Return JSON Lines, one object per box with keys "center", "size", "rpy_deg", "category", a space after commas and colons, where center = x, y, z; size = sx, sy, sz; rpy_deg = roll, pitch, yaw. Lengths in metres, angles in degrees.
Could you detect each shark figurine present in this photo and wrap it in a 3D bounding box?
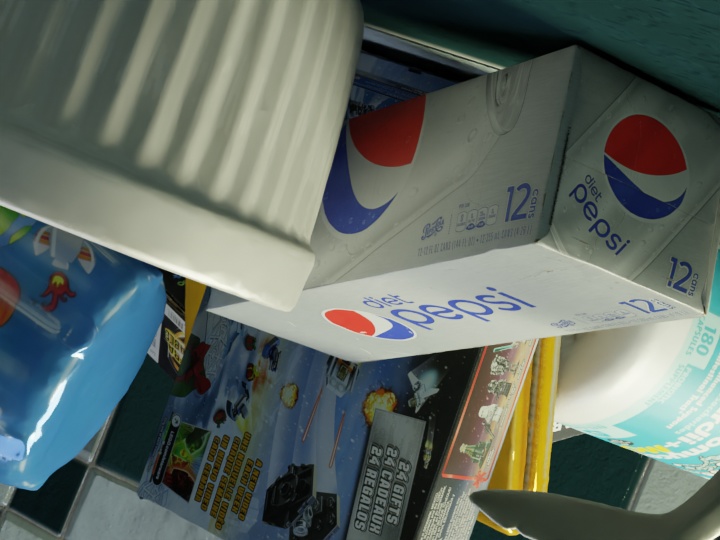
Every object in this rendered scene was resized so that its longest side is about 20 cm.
{"center": [0.141, 0.023, 0.637], "size": [0.090, 0.214, 0.128], "rpy_deg": [56, -143, 6], "category": "shark figurine"}

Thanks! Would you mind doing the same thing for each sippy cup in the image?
{"center": [-0.147, 0.008, 0.787], "size": [0.130, 0.178, 0.140], "rpy_deg": [32, 167, 8], "category": "sippy cup"}

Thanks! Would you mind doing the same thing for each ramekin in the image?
{"center": [-0.094, -0.072, 0.649], "size": [0.200, 0.105, 0.200], "rpy_deg": [22, 179, 0], "category": "ramekin"}

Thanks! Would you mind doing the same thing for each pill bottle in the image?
{"center": [0.149, 0.033, 0.969], "size": [0.200, 0.111, 0.111], "rpy_deg": [22, 180, -43], "category": "pill bottle"}

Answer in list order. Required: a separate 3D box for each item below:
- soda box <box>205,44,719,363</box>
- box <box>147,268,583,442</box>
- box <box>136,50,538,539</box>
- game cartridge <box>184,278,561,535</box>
{"center": [0.029, -0.015, 0.702], "size": [0.068, 0.064, 0.200], "rpy_deg": [21, 163, -28], "category": "soda box"}
{"center": [0.002, 0.035, 1.132], "size": [0.200, 0.050, 0.198], "rpy_deg": [-14, -142, -33], "category": "box"}
{"center": [0.001, 0.020, 0.832], "size": [0.137, 0.201, 0.040], "rpy_deg": [23, -174, 37], "category": "box"}
{"center": [0.000, 0.000, 0.921], "size": [0.200, 0.177, 0.032], "rpy_deg": [21, -150, 36], "category": "game cartridge"}
